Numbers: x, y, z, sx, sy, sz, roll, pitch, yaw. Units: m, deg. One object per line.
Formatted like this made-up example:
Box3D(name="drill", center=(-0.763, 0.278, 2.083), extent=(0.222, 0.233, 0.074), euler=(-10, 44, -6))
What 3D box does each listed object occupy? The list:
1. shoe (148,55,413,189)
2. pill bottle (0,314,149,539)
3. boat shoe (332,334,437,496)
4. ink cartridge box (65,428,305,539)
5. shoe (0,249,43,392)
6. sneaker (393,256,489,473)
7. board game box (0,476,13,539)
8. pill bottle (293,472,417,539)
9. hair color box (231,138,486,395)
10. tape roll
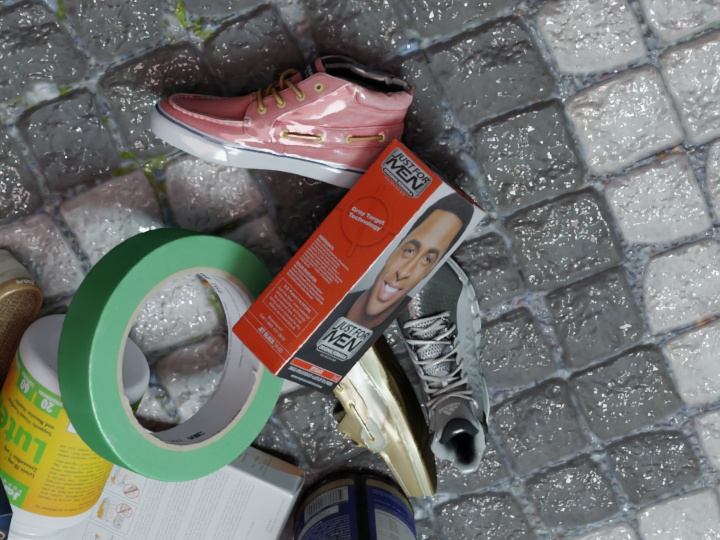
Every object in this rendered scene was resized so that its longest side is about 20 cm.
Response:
Box3D(name="shoe", center=(-0.059, -0.128, 1.397), extent=(0.199, 0.072, 0.091), euler=(12, 117, -15))
Box3D(name="pill bottle", center=(-0.261, 0.147, 1.512), extent=(0.111, 0.111, 0.201), euler=(19, 118, -13))
Box3D(name="boat shoe", center=(0.007, 0.112, 1.533), extent=(0.066, 0.074, 0.201), euler=(-21, 108, 13))
Box3D(name="ink cartridge box", center=(-0.168, 0.212, 1.604), extent=(0.199, 0.050, 0.163), euler=(25, 117, 5))
Box3D(name="shoe", center=(-0.328, 0.068, 1.506), extent=(0.070, 0.053, 0.200), euler=(0, 133, -50))
Box3D(name="sneaker", center=(0.073, 0.082, 1.489), extent=(0.075, 0.116, 0.201), euler=(-16, 119, 6))
Box3D(name="board game box", center=(-0.337, 0.209, 1.501), extent=(0.034, 0.136, 0.200), euler=(-9, 142, -27))
Box3D(name="pill bottle", center=(-0.001, 0.273, 1.543), extent=(0.111, 0.200, 0.112), euler=(-1, 119, -2))
Box3D(name="hair color box", center=(0.000, 0.000, 1.421), extent=(0.200, 0.061, 0.101), euler=(-50, 153, 7))
Box3D(name="tape roll", center=(-0.147, 0.068, 1.441), extent=(0.200, 0.048, 0.202), euler=(-10, 105, -42))
